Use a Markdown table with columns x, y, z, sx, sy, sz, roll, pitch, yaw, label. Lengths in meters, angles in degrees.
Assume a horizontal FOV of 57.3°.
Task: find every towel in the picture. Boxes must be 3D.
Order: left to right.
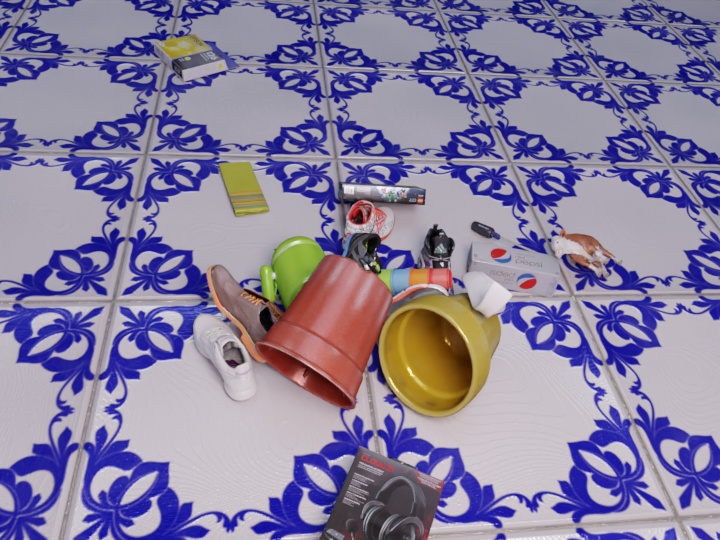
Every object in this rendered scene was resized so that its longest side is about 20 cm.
| x | y | z | sx | sy | sz | roll | pitch | yaw | label |
| --- | --- | --- | --- | --- | --- | --- | --- | --- | --- |
| -0.283 | -0.199 | 1.587 | 0.083 | 0.018 | 0.202 | -5 | 44 | -22 | towel |

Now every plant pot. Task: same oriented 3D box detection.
| x | y | z | sx | sy | sz | roll | pitch | yaw | label |
| --- | --- | --- | --- | --- | --- | --- | --- | --- | --- |
| -0.048 | 0.096 | 1.125 | 0.196 | 0.202 | 0.198 | 24 | 69 | 18 | plant pot |
| 0.160 | 0.130 | 1.188 | 0.198 | 0.206 | 0.187 | 31 | 32 | 24 | plant pot |

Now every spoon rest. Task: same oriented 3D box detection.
| x | y | z | sx | sy | sz | roll | pitch | yaw | label |
| --- | --- | --- | --- | --- | --- | --- | --- | --- | --- |
| 0.222 | 0.044 | 1.164 | 0.098 | 0.061 | 0.200 | 37 | 5 | 2 | spoon rest |

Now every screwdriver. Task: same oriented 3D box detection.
| x | y | z | sx | sy | sz | roll | pitch | yaw | label |
| --- | --- | --- | --- | --- | --- | --- | --- | --- | --- |
| 0.331 | -0.069 | 1.507 | 0.029 | 0.029 | 0.198 | -20 | 37 | -32 | screwdriver |

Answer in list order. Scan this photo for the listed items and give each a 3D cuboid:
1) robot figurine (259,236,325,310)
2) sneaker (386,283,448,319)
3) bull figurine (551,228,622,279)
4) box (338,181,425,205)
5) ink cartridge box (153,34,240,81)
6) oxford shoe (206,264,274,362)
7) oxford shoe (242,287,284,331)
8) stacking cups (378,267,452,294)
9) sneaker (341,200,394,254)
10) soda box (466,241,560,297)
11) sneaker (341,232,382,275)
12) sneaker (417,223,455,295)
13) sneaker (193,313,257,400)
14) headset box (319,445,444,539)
| x | y | z | sx | sy | sz | roll | pitch | yaw | label |
| --- | --- | --- | --- | --- | --- | --- | --- | --- | --- |
| -0.112 | 0.015 | 1.310 | 0.170 | 0.118 | 0.202 | -9 | 45 | -19 | robot figurine |
| 0.083 | 0.093 | 1.278 | 0.194 | 0.078 | 0.083 | -18 | 44 | 3 | sneaker |
| 0.500 | -0.039 | 1.461 | 0.121 | 0.066 | 0.197 | 44 | 27 | 28 | bull figurine |
| 0.047 | -0.182 | 1.553 | 0.193 | 0.039 | 0.137 | 3 | 9 | -5 | box |
| -0.501 | -0.662 | 2.021 | 0.197 | 0.048 | 0.197 | -27 | 52 | -29 | ink cartridge box |
| -0.204 | 0.064 | 1.199 | 0.202 | 0.072 | 0.071 | 54 | 28 | 0 | oxford shoe |
| -0.164 | 0.101 | 1.247 | 0.197 | 0.073 | 0.071 | 30 | 45 | 20 | oxford shoe |
| 0.088 | 0.024 | 1.329 | 0.193 | 0.062 | 0.061 | -1 | 39 | 20 | stacking cups |
| 0.026 | -0.117 | 1.477 | 0.066 | 0.110 | 0.201 | 26 | 45 | 19 | sneaker |
| 0.331 | -0.003 | 1.438 | 0.193 | 0.065 | 0.069 | 11 | 42 | 1 | soda box |
| 0.000 | 0.000 | 1.289 | 0.080 | 0.071 | 0.204 | -11 | 46 | 26 | sneaker |
| 0.162 | -0.014 | 1.364 | 0.075 | 0.143 | 0.203 | -1 | 43 | -10 | sneaker |
| -0.241 | 0.132 | 1.179 | 0.073 | 0.102 | 0.200 | -24 | 50 | -27 | sneaker |
| 0.033 | 0.373 | 0.984 | 0.145 | 0.079 | 0.202 | 19 | 45 | 12 | headset box |
